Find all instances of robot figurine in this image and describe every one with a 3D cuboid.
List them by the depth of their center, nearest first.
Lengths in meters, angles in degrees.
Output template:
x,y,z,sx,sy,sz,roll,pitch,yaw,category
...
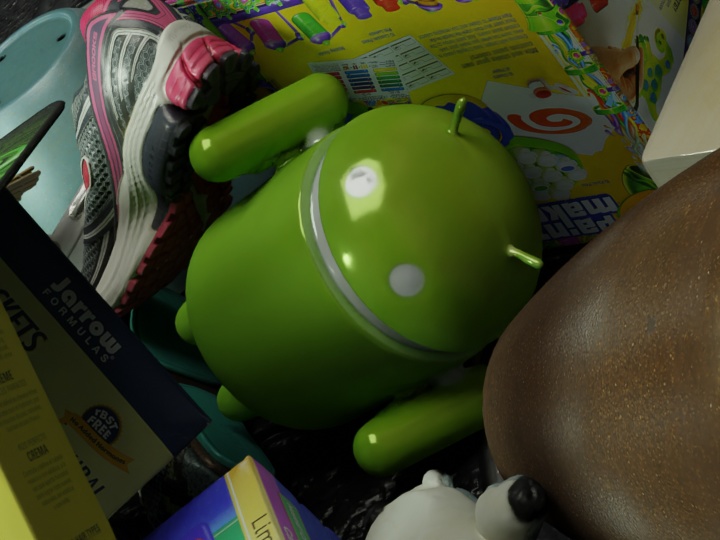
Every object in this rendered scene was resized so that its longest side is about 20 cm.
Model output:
x,y,z,sx,sy,sz,roll,pitch,yaw,category
0.000,0.000,0.834,0.116,0.176,0.200,-23,-7,-44,robot figurine

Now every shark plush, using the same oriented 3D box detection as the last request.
x,y,z,sx,sy,sz,roll,pitch,yaw,category
0.033,0.129,0.699,0.091,0.083,0.200,-47,13,-12,shark plush

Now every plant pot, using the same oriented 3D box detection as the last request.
x,y,z,sx,sy,sz,roll,pitch,yaw,category
0.134,0.042,0.633,0.187,0.187,0.200,-57,19,-23,plant pot
-0.163,-0.078,1.117,0.200,0.135,0.200,-29,34,22,plant pot

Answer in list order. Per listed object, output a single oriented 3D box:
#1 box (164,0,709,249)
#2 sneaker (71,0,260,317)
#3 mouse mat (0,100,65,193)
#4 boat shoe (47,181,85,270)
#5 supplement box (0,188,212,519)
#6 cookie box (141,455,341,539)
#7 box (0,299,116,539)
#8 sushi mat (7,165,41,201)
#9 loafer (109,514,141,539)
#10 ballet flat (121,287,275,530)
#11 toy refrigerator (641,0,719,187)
x,y,z,sx,sy,sz,roll,pitch,yaw,category
0.055,-0.113,0.865,0.200,0.193,0.122,-7,44,42,box
-0.105,-0.052,0.896,0.081,0.075,0.200,-41,-18,-41,sneaker
-0.209,0.008,0.721,0.200,0.008,0.161,-29,18,19,mouse mat
-0.165,0.003,1.017,0.086,0.075,0.202,38,107,20,boat shoe
-0.200,0.089,0.790,0.200,0.134,0.200,-43,7,-20,supplement box
-0.079,0.194,0.694,0.200,0.075,0.171,-38,33,5,cookie box
-0.118,0.103,0.604,0.075,0.200,0.050,-25,0,20,box
-0.238,0.011,0.906,0.096,0.012,0.200,-47,-4,36,sushi mat
-0.179,0.195,0.869,0.063,0.072,0.200,3,55,57,loafer
-0.097,0.076,0.929,0.074,0.074,0.200,-39,28,5,ballet flat
0.199,-0.100,0.805,0.070,0.076,0.200,-6,46,44,toy refrigerator
